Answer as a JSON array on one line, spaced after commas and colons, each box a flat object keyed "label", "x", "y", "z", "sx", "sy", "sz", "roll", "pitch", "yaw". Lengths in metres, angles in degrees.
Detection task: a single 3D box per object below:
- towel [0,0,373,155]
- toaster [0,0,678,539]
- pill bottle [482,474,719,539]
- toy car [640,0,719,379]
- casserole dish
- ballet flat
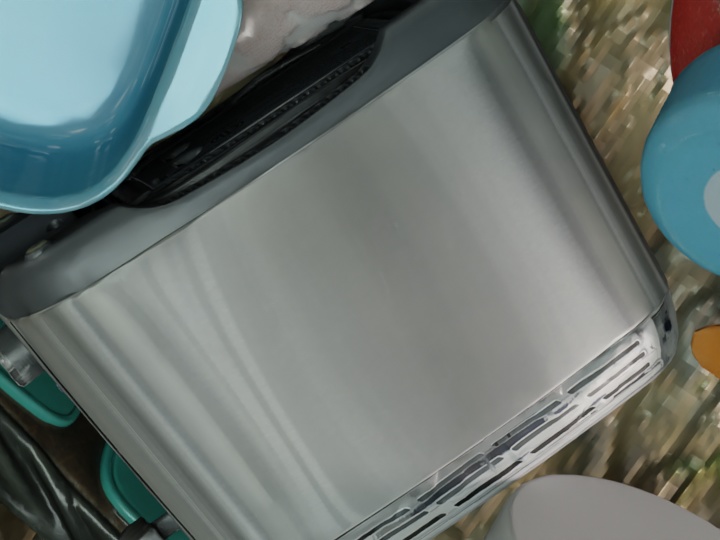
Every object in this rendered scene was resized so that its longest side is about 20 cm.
[{"label": "towel", "x": -0.047, "y": -0.152, "z": 0.765, "sx": 0.200, "sy": 0.032, "sz": 0.191, "roll": -30, "pitch": 79, "yaw": 14}, {"label": "toaster", "x": 0.000, "y": 0.000, "z": 0.785, "sx": 0.200, "sy": 0.114, "sz": 0.129, "roll": -35, "pitch": 104, "yaw": -9}, {"label": "pill bottle", "x": 0.043, "y": 0.165, "z": 0.780, "sx": 0.116, "sy": 0.116, "sz": 0.200, "roll": 25, "pitch": 113, "yaw": -1}, {"label": "toy car", "x": 0.143, "y": -0.008, "z": 0.771, "sx": 0.177, "sy": 0.184, "sz": 0.200, "roll": 31, "pitch": 137, "yaw": 0}, {"label": "casserole dish", "x": -0.124, "y": -0.095, "z": 0.728, "sx": 0.200, "sy": 0.039, "sz": 0.121, "roll": 22, "pitch": 107, "yaw": 2}, {"label": "ballet flat", "x": -0.094, "y": 0.059, "z": 0.844, "sx": 0.200, "sy": 0.068, "sz": 0.068, "roll": 43, "pitch": 120, "yaw": -11}]
